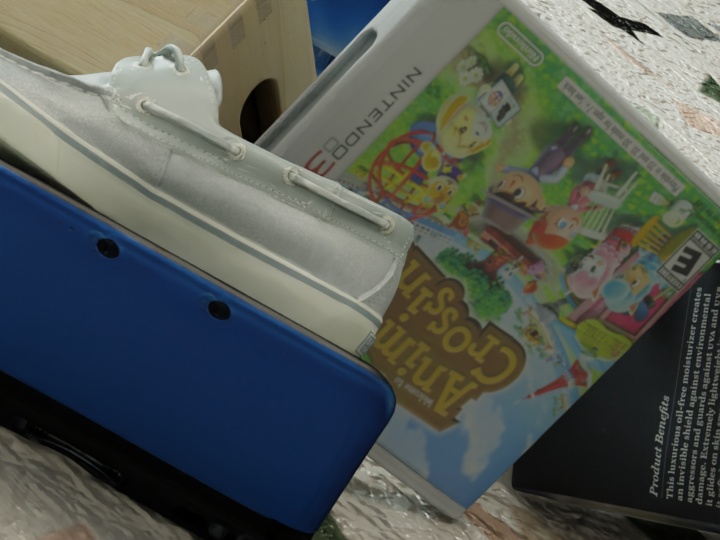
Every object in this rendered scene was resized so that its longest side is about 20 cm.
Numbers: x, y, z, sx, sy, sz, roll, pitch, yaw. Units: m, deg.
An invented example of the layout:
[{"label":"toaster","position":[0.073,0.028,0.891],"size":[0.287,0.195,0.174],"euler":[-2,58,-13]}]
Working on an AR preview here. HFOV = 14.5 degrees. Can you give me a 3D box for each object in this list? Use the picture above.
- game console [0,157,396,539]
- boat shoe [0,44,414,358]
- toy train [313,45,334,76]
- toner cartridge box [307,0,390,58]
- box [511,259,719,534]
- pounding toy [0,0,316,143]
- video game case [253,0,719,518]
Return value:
[{"label":"game console","position":[-0.084,0.016,1.086],"size":[0.199,0.119,0.171],"euler":[30,19,-2]},{"label":"boat shoe","position":[-0.071,-0.042,1.035],"size":[0.200,0.072,0.070],"euler":[31,-12,-10]},{"label":"toy train","position":[-0.053,-0.107,1.402],"size":[0.200,0.087,0.114],"euler":[47,21,28]},{"label":"toner cartridge box","position":[-0.034,-0.147,1.318],"size":[0.200,0.043,0.095],"euler":[27,19,-40]},{"label":"box","position":[0.209,0.062,1.272],"size":[0.199,0.124,0.198],"euler":[9,-1,-40]},{"label":"pounding toy","position":[-0.103,-0.086,1.202],"size":[0.184,0.200,0.142],"euler":[30,61,26]},{"label":"video game case","position":[0.038,-0.010,1.151],"size":[0.200,0.182,0.022],"euler":[39,10,-36]}]
